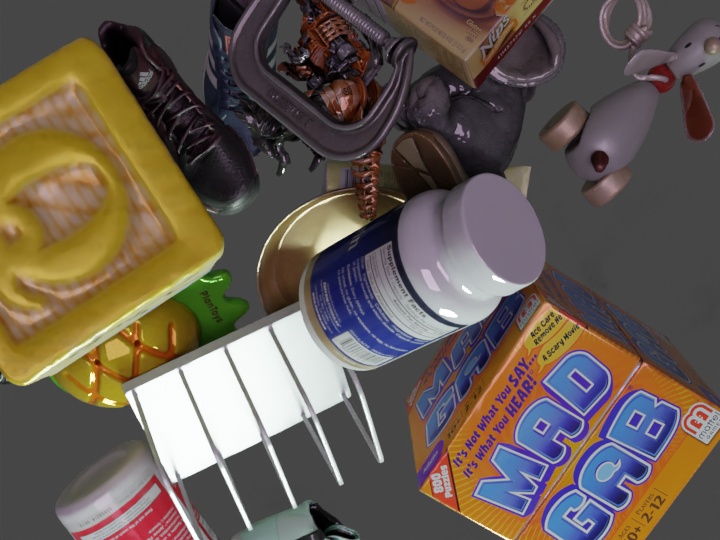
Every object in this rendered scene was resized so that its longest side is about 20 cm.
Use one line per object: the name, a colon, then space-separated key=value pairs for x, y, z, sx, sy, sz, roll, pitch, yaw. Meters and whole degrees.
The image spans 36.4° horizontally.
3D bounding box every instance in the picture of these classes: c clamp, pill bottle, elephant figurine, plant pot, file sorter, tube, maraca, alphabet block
c clamp: x=-0.028 y=-0.196 z=0.897 sx=0.200 sy=0.027 sz=0.171 roll=46 pitch=103 yaw=18
pill bottle: x=-0.207 y=0.281 z=1.106 sx=0.112 sy=0.112 sz=0.201 roll=-31 pitch=104 yaw=8
elephant figurine: x=0.117 y=-0.191 z=0.977 sx=0.201 sy=0.141 sz=0.155 roll=-52 pitch=130 yaw=-3
plant pot: x=0.000 y=0.000 z=1.046 sx=0.198 sy=0.028 sz=0.201 roll=-2 pitch=127 yaw=-3
file sorter: x=-0.092 y=0.147 z=1.017 sx=0.199 sy=0.125 sz=0.139 roll=-25 pitch=133 yaw=-10
tube: x=0.062 y=-0.070 z=1.047 sx=0.198 sy=0.052 sz=0.058 roll=4 pitch=143 yaw=-5
maraca: x=-0.205 y=0.060 z=1.045 sx=0.199 sy=0.107 sz=0.138 roll=-25 pitch=138 yaw=0
pill bottle: x=0.049 y=0.002 z=0.910 sx=0.199 sy=0.116 sz=0.116 roll=-28 pitch=108 yaw=43
alphabet block: x=-0.240 y=-0.039 z=0.887 sx=0.195 sy=0.200 sz=0.197 roll=-35 pitch=94 yaw=-11

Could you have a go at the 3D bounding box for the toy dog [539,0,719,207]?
toy dog: x=0.254 y=-0.148 z=0.999 sx=0.131 sy=0.096 sz=0.201 roll=24 pitch=104 yaw=-8

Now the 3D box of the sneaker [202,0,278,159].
sneaker: x=-0.109 y=-0.194 z=0.986 sx=0.074 sy=0.085 sz=0.202 roll=2 pitch=106 yaw=-2

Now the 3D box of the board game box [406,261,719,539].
board game box: x=0.181 y=0.129 z=1.023 sx=0.199 sy=0.200 sz=0.201 roll=30 pitch=103 yaw=-9

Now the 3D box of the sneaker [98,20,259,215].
sneaker: x=-0.170 y=-0.137 z=0.951 sx=0.076 sy=0.116 sz=0.200 roll=-40 pitch=77 yaw=-1

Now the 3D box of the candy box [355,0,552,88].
candy box: x=0.058 y=-0.258 z=0.922 sx=0.200 sy=0.055 sz=0.116 roll=41 pitch=87 yaw=24

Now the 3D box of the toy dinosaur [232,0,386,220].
toy dinosaur: x=-0.028 y=-0.145 z=0.943 sx=0.135 sy=0.202 sz=0.102 roll=-23 pitch=150 yaw=39

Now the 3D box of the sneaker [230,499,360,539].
sneaker: x=-0.035 y=0.334 z=1.141 sx=0.118 sy=0.074 sz=0.201 roll=-31 pitch=102 yaw=14

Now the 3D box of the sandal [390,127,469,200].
sandal: x=0.086 y=-0.048 z=0.971 sx=0.080 sy=0.054 sz=0.201 roll=0 pitch=130 yaw=33

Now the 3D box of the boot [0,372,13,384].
boot: x=-0.391 y=0.004 z=1.041 sx=0.210 sy=0.080 sz=0.159 roll=30 pitch=103 yaw=-10
